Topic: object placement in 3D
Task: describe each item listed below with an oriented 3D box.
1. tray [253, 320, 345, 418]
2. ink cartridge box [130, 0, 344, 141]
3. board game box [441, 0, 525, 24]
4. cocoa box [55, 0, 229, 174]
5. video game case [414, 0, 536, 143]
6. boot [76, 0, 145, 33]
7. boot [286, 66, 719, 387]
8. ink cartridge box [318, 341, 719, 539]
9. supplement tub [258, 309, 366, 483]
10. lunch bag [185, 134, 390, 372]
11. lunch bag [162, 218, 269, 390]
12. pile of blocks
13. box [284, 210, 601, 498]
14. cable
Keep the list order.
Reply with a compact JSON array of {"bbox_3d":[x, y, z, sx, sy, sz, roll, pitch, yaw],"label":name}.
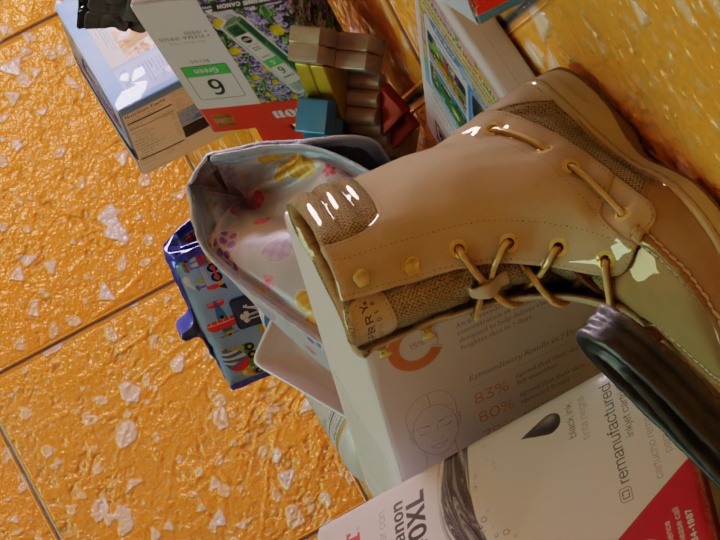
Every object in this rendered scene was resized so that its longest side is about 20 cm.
[{"bbox_3d":[0.030,0.061,1.198,0.200,0.108,0.022,29,-171,22],"label":"tray"},{"bbox_3d":[-0.063,-0.137,1.209,0.200,0.109,0.050,59,-145,-48],"label":"ink cartridge box"},{"bbox_3d":[0.005,-0.226,0.755,0.196,0.056,0.200,66,171,-30],"label":"board game box"},{"bbox_3d":[-0.259,-0.245,2.130,0.200,0.133,0.131,57,170,32],"label":"cocoa box"},{"bbox_3d":[0.087,-0.051,0.948,0.200,0.024,0.182,60,172,24],"label":"video game case"},{"bbox_3d":[-0.125,-0.207,1.215,0.200,0.131,0.070,131,143,-57],"label":"boot"},{"bbox_3d":[0.068,0.002,0.749,0.200,0.155,0.073,55,163,42],"label":"boot"},{"bbox_3d":[0.082,0.147,0.777,0.083,0.200,0.146,42,-152,-35],"label":"ink cartridge box"},{"bbox_3d":[0.027,0.067,1.300,0.200,0.144,0.145,57,171,29],"label":"supplement tub"},{"bbox_3d":[0.000,0.000,1.084,0.200,0.127,0.170,30,172,24],"label":"lunch bag"},{"bbox_3d":[-0.062,-0.002,1.431,0.094,0.200,0.151,54,169,49],"label":"lunch bag"},{"bbox_3d":[0.008,-0.079,1.170,0.062,0.082,0.200,8,145,30],"label":"pile of blocks"},{"bbox_3d":[0.054,0.047,0.903,0.098,0.124,0.200,-126,16,-50],"label":"box"},{"bbox_3d":[0.168,0.082,0.674,0.200,0.050,0.097,47,179,16],"label":"cable"}]
